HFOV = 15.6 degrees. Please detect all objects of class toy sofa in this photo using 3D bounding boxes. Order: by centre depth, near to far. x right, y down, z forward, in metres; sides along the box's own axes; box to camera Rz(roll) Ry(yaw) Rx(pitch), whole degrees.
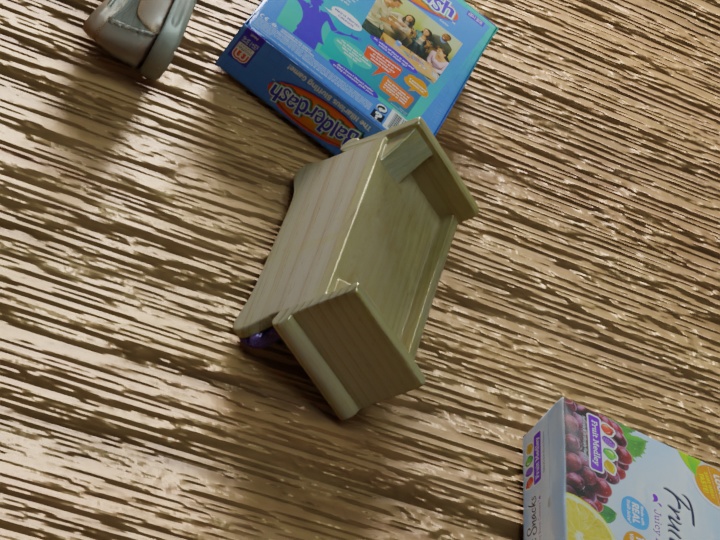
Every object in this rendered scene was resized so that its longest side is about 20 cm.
[{"bbox_3d":[0.000,0.000,1.653,0.083,0.097,0.200,55,31,-25],"label":"toy sofa"}]

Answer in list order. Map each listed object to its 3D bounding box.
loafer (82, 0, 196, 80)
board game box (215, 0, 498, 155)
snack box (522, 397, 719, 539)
[{"bbox_3d":[-0.133,-0.210,1.743,0.063,0.072,0.200,24,43,-11],"label":"loafer"},{"bbox_3d":[0.002,-0.157,1.826,0.152,0.045,0.200,38,37,-5],"label":"board game box"},{"bbox_3d":[0.171,0.190,1.624,0.142,0.053,0.200,26,41,-21],"label":"snack box"}]
